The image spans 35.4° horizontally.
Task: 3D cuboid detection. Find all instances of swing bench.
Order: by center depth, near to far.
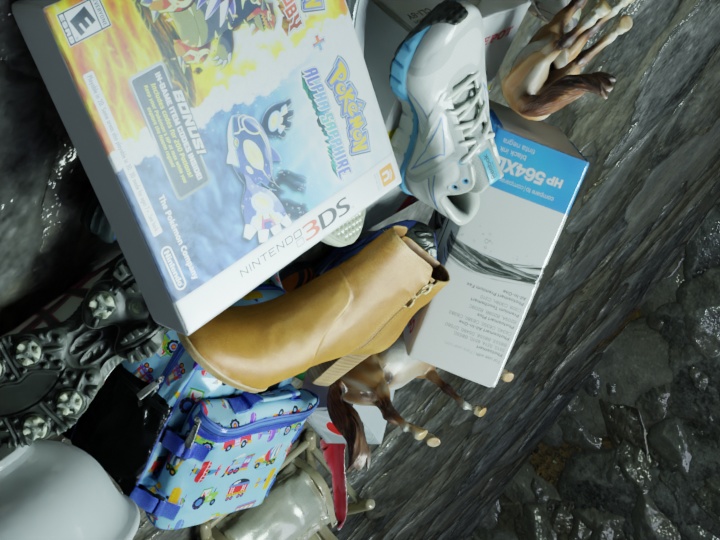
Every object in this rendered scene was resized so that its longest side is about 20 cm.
[{"bbox_3d":[-0.110,0.349,1.466,0.198,0.130,0.201,-35,163,-31],"label":"swing bench"}]

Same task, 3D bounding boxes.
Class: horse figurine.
[{"bbox_3d":[0.154,-0.163,0.875,0.132,0.050,0.201,-44,-169,28],"label":"horse figurine"},{"bbox_3d":[0.036,0.093,0.963,0.199,0.132,0.051,-26,138,-43],"label":"horse figurine"}]

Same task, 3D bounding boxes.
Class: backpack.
[{"bbox_3d":[-0.117,0.086,0.921,0.182,0.134,0.202,6,118,-59],"label":"backpack"}]

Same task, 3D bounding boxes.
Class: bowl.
[{"bbox_3d":[-0.263,0.173,0.794,0.198,0.092,0.201,-17,-167,4],"label":"bowl"}]

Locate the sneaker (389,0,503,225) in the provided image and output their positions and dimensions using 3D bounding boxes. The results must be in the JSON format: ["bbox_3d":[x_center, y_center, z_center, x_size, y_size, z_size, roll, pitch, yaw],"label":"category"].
[{"bbox_3d":[0.070,-0.104,0.782,0.075,0.087,0.201,-37,157,-18],"label":"sneaker"}]

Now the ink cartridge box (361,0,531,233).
[{"bbox_3d":[0.031,-0.139,0.885,0.144,0.083,0.201,-29,154,-42],"label":"ink cartridge box"}]

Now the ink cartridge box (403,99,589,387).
[{"bbox_3d":[0.104,-0.027,0.943,0.146,0.083,0.203,-93,-156,-73],"label":"ink cartridge box"}]

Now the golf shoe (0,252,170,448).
[{"bbox_3d":[-0.196,0.051,0.779,0.198,0.078,0.088,-32,-163,7],"label":"golf shoe"}]

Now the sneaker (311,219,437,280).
[{"bbox_3d":[0.000,0.000,0.948,0.199,0.075,0.079,-34,-147,52],"label":"sneaker"}]

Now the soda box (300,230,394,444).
[{"bbox_3d":[0.003,0.060,1.068,0.068,0.063,0.202,54,42,-45],"label":"soda box"}]

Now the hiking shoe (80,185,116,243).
[{"bbox_3d":[-0.097,-0.055,0.771,0.199,0.087,0.075,-26,152,-46],"label":"hiking shoe"}]

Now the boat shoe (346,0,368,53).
[{"bbox_3d":[-0.030,-0.172,0.731,0.056,0.069,0.202,-24,144,-40],"label":"boat shoe"}]

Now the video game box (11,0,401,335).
[{"bbox_3d":[-0.075,-0.095,0.649,0.182,0.046,0.202,-38,123,-30],"label":"video game box"}]

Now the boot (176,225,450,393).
[{"bbox_3d":[-0.027,0.019,0.810,0.144,0.071,0.200,-44,152,19],"label":"boot"}]

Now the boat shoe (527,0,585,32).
[{"bbox_3d":[0.169,-0.276,0.947,0.072,0.075,0.200,-53,167,-3],"label":"boat shoe"}]

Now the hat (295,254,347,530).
[{"bbox_3d":[0.002,0.106,1.148,0.165,0.176,0.201,-28,153,-43],"label":"hat"}]

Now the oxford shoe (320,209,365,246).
[{"bbox_3d":[-0.064,-0.082,0.741,0.200,0.057,0.076,39,55,-42],"label":"oxford shoe"}]

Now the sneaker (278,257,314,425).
[{"bbox_3d":[-0.081,0.091,1.047,0.201,0.112,0.077,-55,159,20],"label":"sneaker"}]
